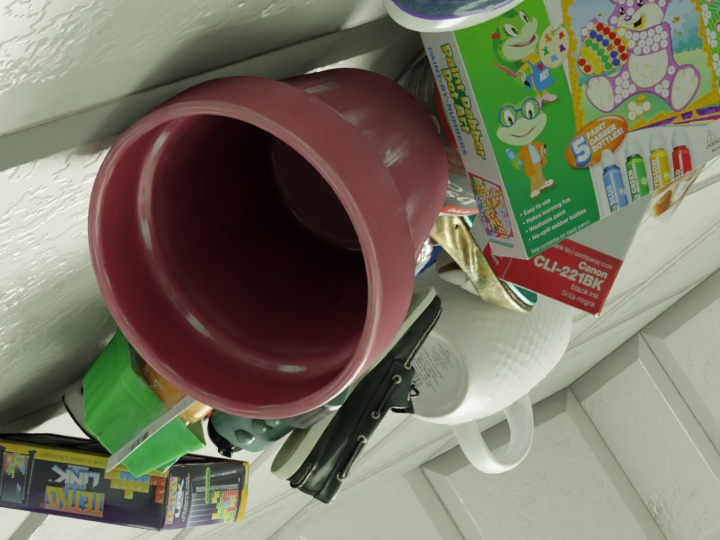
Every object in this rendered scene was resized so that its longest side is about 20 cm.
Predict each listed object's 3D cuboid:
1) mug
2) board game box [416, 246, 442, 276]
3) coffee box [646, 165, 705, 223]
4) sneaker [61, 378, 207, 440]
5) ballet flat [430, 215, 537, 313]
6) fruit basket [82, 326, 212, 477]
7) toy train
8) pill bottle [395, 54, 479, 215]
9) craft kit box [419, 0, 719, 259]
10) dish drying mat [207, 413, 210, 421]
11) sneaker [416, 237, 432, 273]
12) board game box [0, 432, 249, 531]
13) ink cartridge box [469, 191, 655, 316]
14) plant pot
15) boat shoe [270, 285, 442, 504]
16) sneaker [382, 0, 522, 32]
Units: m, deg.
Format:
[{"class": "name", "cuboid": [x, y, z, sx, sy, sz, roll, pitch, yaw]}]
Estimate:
[{"class": "mug", "cuboid": [0.105, 0.088, 1.643, 0.147, 0.201, 0.175, -17, -172, 32]}, {"class": "board game box", "cuboid": [0.066, -0.007, 1.807, 0.200, 0.045, 0.152, -40, 166, 34]}, {"class": "coffee box", "cuboid": [0.217, -0.118, 1.479, 0.200, 0.080, 0.115, 14, 110, -57]}, {"class": "sneaker", "cuboid": [-0.171, 0.101, 1.570, 0.079, 0.074, 0.200, -43, 165, 23]}, {"class": "ballet flat", "cuboid": [0.082, -0.026, 1.532, 0.071, 0.071, 0.200, -33, 129, 7]}, {"class": "fruit basket", "cuboid": [-0.120, 0.067, 1.390, 0.200, 0.094, 0.185, -35, -161, 1]}, {"class": "toy train", "cuboid": [-0.063, 0.083, 1.452, 0.200, 0.085, 0.114, -35, -153, 52]}, {"class": "pill bottle", "cuboid": [0.079, -0.100, 1.227, 0.116, 0.116, 0.200, -28, 180, -19]}, {"class": "craft kit box", "cuboid": [0.139, -0.137, 1.107, 0.199, 0.198, 0.048, -28, -165, -23]}, {"class": "dish drying mat", "cuboid": [-0.108, 0.086, 1.571, 0.076, 0.018, 0.201, -24, 140, -12]}, {"class": "sneaker", "cuboid": [0.000, 0.000, 1.482, 0.088, 0.081, 0.200, -31, 148, -24]}, {"class": "board game box", "cuboid": [-0.216, 0.175, 1.498, 0.199, 0.057, 0.165, 6, 179, 21]}, {"class": "ink cartridge box", "cuboid": [0.164, -0.088, 1.306, 0.144, 0.083, 0.201, -109, -140, -74]}, {"class": "plant pot", "cuboid": [-0.039, -0.038, 1.099, 0.200, 0.200, 0.179, -41, -179, 37]}, {"class": "boat shoe", "cuboid": [0.012, 0.104, 1.457, 0.200, 0.066, 0.074, -52, -169, -16]}, {"class": "sneaker", "cuboid": [0.092, -0.218, 0.952, 0.199, 0.081, 0.147, -28, 160, -2]}]
